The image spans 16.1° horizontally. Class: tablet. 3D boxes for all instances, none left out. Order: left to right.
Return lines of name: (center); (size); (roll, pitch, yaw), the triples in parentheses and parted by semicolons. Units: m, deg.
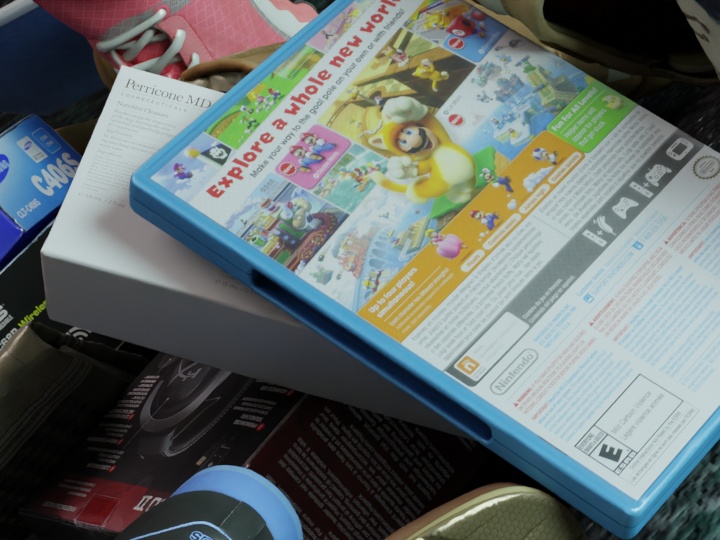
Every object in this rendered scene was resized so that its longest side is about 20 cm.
tablet: (-0.122, -0.118, 1.207); (0.199, 0.014, 0.130); (-22, -15, 32)

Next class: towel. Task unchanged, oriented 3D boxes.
towel: (-0.164, 0.102, 1.010); (0.200, 0.035, 0.193); (-47, -17, 1)

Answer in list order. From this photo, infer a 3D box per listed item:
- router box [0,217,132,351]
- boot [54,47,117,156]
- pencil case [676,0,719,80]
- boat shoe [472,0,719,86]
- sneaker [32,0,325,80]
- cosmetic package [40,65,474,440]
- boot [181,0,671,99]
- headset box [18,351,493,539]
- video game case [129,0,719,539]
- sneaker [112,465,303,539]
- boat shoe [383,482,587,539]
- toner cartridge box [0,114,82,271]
router box: (-0.136, 0.023, 1.165); (0.150, 0.062, 0.200); (-45, 2, -12)
boot: (-0.106, -0.068, 1.250); (0.200, 0.175, 0.066); (-10, 59, 50)
pencil case: (0.140, -0.115, 0.834); (0.089, 0.200, 0.078); (-45, 28, -23)
boat shoe: (0.118, -0.096, 0.913); (0.066, 0.199, 0.074); (53, 130, 44)
sneaker: (-0.066, -0.088, 1.082); (0.074, 0.200, 0.087); (-22, 58, 35)
cosmetic package: (0.000, 0.000, 0.863); (0.051, 0.199, 0.083); (94, -166, -60)
boot: (0.005, -0.077, 1.041); (0.199, 0.066, 0.175); (-16, 4, -33)
headset box: (-0.027, 0.062, 0.952); (0.200, 0.077, 0.149); (-50, 21, -20)
video game case: (0.045, -0.015, 0.830); (0.143, 0.200, 0.018); (-43, -23, -33)
sneaker: (-0.096, 0.147, 0.837); (0.200, 0.070, 0.078); (-54, -6, 26)
boat shoe: (-0.015, 0.137, 0.782); (0.200, 0.072, 0.068); (-45, 22, -4)
toner cartridge box: (-0.208, 0.022, 1.148); (0.200, 0.043, 0.095); (-46, 3, 22)
